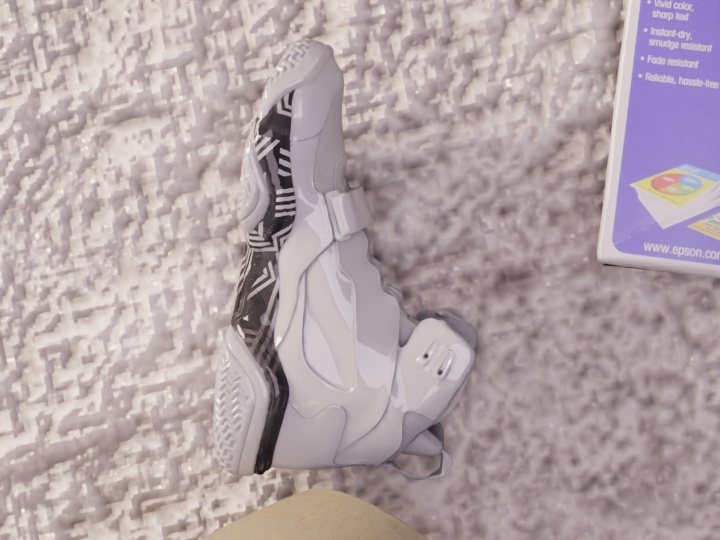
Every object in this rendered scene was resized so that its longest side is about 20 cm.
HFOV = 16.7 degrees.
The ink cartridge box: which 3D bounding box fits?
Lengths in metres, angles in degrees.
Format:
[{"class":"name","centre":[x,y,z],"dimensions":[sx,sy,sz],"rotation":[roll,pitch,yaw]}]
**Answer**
[{"class":"ink cartridge box","centre":[0.215,-0.090,1.104],"dimensions":[0.197,0.043,0.201],"rotation":[8,91,1]}]

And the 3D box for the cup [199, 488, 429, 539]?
[{"class":"cup","centre":[-0.022,0.182,1.069],"dimensions":[0.200,0.200,0.144],"rotation":[36,67,2]}]

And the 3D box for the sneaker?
[{"class":"sneaker","centre":[0.000,0.000,1.107],"dimensions":[0.114,0.075,0.201],"rotation":[8,97,2]}]
